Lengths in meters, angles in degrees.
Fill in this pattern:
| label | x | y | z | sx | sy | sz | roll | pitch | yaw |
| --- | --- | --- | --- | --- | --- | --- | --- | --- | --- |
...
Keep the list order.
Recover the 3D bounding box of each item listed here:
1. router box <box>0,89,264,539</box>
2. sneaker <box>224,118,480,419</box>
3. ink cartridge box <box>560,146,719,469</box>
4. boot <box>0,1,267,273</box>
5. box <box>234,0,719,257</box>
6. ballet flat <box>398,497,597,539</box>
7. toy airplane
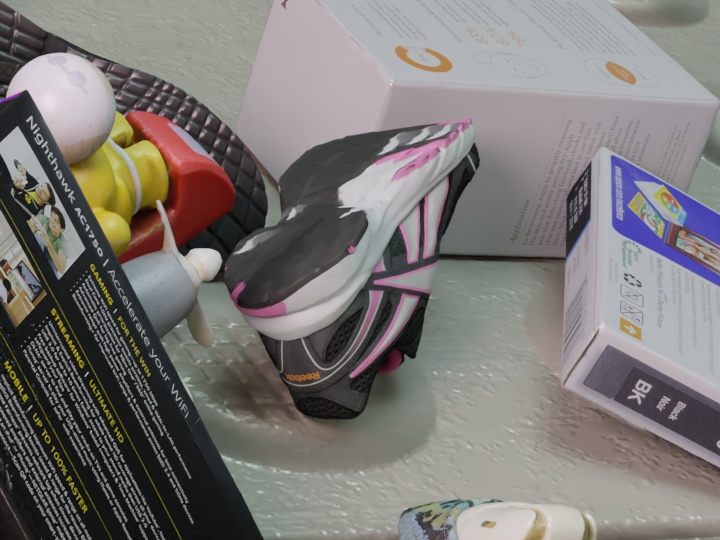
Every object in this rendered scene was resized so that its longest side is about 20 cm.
| label | x | y | z | sx | sy | sz | roll | pitch | yaw |
| --- | --- | --- | --- | --- | --- | --- | --- | --- | --- |
| router box | -0.112 | 0.055 | 0.965 | 0.051 | 0.200 | 0.149 | -20 | 15 | 22 |
| sneaker | 0.000 | 0.000 | 1.263 | 0.080 | 0.086 | 0.200 | -4 | 25 | 29 |
| ink cartridge box | 0.188 | 0.040 | 1.334 | 0.200 | 0.043 | 0.198 | 27 | 25 | -8 |
| boot | -0.137 | -0.075 | 1.332 | 0.200 | 0.070 | 0.132 | 38 | -6 | -15 |
| box | 0.058 | -0.078 | 1.439 | 0.200 | 0.098 | 0.124 | 2 | 30 | -31 |
| ballet flat | 0.078 | 0.128 | 1.071 | 0.074 | 0.074 | 0.200 | 1 | 30 | -32 |
| toy airplane | -0.148 | -0.028 | 1.147 | 0.200 | 0.141 | 0.199 | 21 | 34 | -9 |
